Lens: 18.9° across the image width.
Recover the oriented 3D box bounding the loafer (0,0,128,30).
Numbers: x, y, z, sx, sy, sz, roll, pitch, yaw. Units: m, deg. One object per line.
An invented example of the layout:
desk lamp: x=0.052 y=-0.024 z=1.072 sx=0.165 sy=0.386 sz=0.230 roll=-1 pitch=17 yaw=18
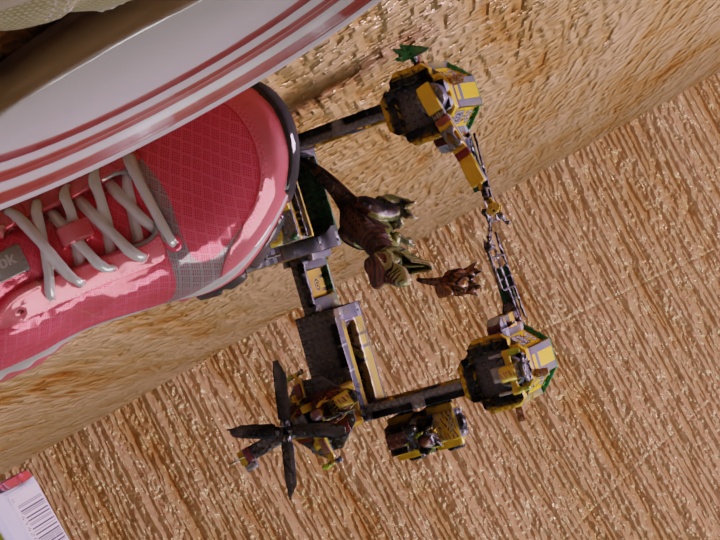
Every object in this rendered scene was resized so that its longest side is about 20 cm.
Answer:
loafer: x=0.002 y=-0.096 z=0.351 sx=0.199 sy=0.076 sz=0.068 roll=-20 pitch=179 yaw=4

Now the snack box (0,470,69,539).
snack box: x=-0.130 y=0.192 z=0.756 sx=0.142 sy=0.201 sz=0.053 roll=-31 pitch=179 yaw=15

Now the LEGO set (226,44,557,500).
LEGO set: x=0.000 y=0.000 z=1.011 sx=0.153 sy=0.201 sz=0.116 roll=-8 pitch=-176 yaw=23

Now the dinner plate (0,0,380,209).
dinner plate: x=-0.061 y=-0.068 z=0.672 sx=0.199 sy=0.024 sz=0.200 roll=-29 pitch=176 yaw=-2

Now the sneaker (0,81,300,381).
sneaker: x=-0.109 y=-0.004 z=0.818 sx=0.199 sy=0.074 sz=0.087 roll=-30 pitch=176 yaw=23
